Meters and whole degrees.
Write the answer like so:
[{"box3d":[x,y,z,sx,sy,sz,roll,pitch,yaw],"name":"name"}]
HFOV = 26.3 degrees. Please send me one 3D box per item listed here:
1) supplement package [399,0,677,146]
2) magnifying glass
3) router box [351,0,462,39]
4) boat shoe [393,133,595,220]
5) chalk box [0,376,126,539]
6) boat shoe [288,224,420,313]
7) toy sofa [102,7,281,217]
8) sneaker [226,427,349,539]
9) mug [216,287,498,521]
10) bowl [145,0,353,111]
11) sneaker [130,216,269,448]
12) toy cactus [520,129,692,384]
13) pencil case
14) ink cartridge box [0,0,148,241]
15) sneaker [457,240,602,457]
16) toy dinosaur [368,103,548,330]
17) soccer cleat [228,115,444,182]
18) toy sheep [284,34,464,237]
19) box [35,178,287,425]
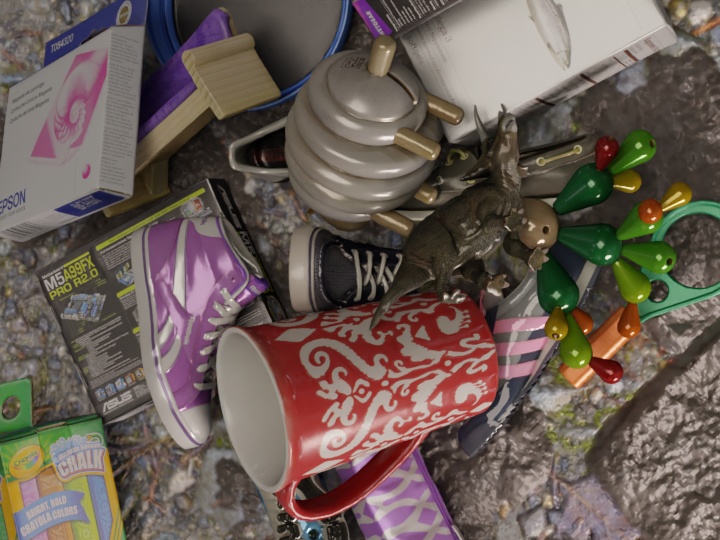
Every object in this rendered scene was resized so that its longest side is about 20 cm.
[{"box3d":[0.146,-0.200,1.281,0.199,0.117,0.117,-28,84,16],"name":"supplement package"},{"box3d":[0.246,0.023,1.309,0.080,0.022,0.200,46,102,10],"name":"magnifying glass"},{"box3d":[0.067,-0.276,1.266,0.149,0.200,0.051,-28,118,16],"name":"router box"},{"box3d":[0.105,-0.078,1.319,0.200,0.072,0.061,-4,101,11],"name":"boat shoe"},{"box3d":[-0.309,0.202,1.412,0.124,0.123,0.201,-14,88,40],"name":"chalk box"},{"box3d":[0.000,0.000,1.294,0.092,0.200,0.075,0,91,10],"name":"boat shoe"},{"box3d":[-0.171,-0.139,1.358,0.200,0.083,0.098,-34,86,42],"name":"toy sofa"},{"box3d":[-0.073,0.169,1.370,0.078,0.090,0.201,-16,94,-10],"name":"sneaker"},{"box3d":[-0.005,0.099,1.261,0.134,0.199,0.178,61,151,27],"name":"mug"},{"box3d":[-0.099,-0.244,1.396,0.199,0.039,0.202,0,92,17],"name":"bowl"},{"box3d":[-0.132,0.051,1.354,0.113,0.073,0.202,-10,89,13],"name":"sneaker"},{"box3d":[0.171,-0.022,1.243,0.164,0.102,0.201,16,101,14],"name":"toy cactus"},{"box3d":[0.032,0.192,1.344,0.085,0.084,0.201,-29,82,25],"name":"pencil case"},{"box3d":[-0.259,-0.142,1.370,0.196,0.043,0.201,-17,67,49],"name":"ink cartridge box"},{"box3d":[0.125,0.061,1.321,0.082,0.070,0.201,32,92,7],"name":"sneaker"},{"box3d":[0.082,-0.025,1.217,0.200,0.077,0.102,-50,38,7],"name":"toy dinosaur"},{"box3d":[-0.022,-0.111,1.338,0.199,0.085,0.069,-7,91,28],"name":"soccer cleat"},{"box3d":[0.005,-0.108,1.234,0.137,0.138,0.201,31,134,14],"name":"toy sheep"},{"box3d":[-0.183,0.030,1.427,0.199,0.044,0.161,-27,83,16],"name":"box"}]
